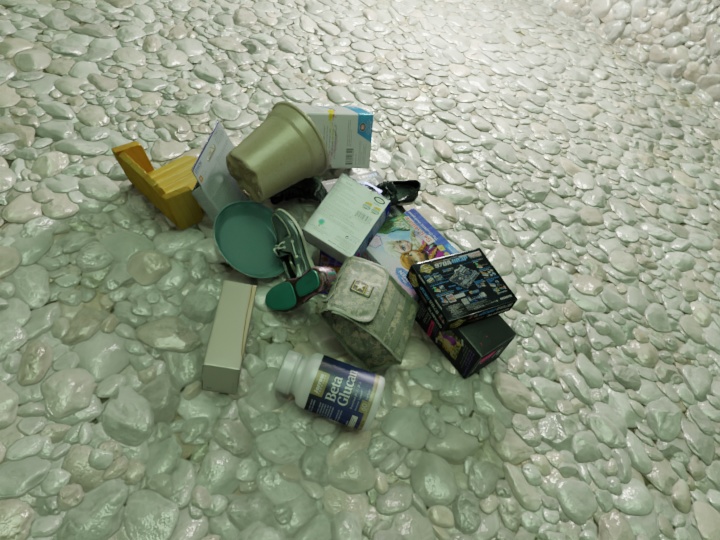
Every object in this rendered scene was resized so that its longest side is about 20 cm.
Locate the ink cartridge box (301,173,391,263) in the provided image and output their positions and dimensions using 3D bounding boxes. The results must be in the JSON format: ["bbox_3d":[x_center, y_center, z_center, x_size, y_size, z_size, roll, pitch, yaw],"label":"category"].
[{"bbox_3d":[-0.021,-0.125,1.292,0.136,0.076,0.201,31,76,10],"label":"ink cartridge box"}]

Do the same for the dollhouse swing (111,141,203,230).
[{"bbox_3d":[-0.434,-0.232,1.341,0.200,0.182,0.176,41,69,18],"label":"dollhouse swing"}]

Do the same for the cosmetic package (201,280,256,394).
[{"bbox_3d":[-0.262,0.131,1.127,0.073,0.104,0.201,10,50,-10],"label":"cosmetic package"}]

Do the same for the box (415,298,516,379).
[{"bbox_3d":[0.231,0.121,1.284,0.122,0.106,0.200,-24,62,-31],"label":"box"}]

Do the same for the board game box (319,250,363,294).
[{"bbox_3d":[0.000,0.000,1.346,0.198,0.045,0.135,7,52,-8],"label":"board game box"}]

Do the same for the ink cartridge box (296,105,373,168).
[{"bbox_3d":[-0.086,-0.363,1.530,0.199,0.148,0.146,-4,25,-21],"label":"ink cartridge box"}]

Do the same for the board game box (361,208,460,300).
[{"bbox_3d":[0.120,-0.038,1.348,0.199,0.041,0.200,-31,66,-32],"label":"board game box"}]

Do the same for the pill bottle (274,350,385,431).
[{"bbox_3d":[-0.061,0.229,1.102,0.199,0.111,0.111,20,48,0],"label":"pill bottle"}]

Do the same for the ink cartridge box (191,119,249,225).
[{"bbox_3d":[-0.332,-0.219,1.341,0.040,0.201,0.201,-7,45,20],"label":"ink cartridge box"}]

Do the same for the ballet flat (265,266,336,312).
[{"bbox_3d":[-0.122,0.042,1.208,0.071,0.199,0.070,-5,73,-46],"label":"ballet flat"}]

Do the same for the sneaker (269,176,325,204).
[{"bbox_3d":[-0.169,-0.204,1.453,0.198,0.076,0.115,23,50,7],"label":"sneaker"}]

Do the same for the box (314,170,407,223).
[{"bbox_3d":[0.004,-0.165,1.421,0.199,0.050,0.158,-19,68,-40],"label":"box"}]

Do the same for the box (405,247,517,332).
[{"bbox_3d":[0.224,0.038,1.247,0.199,0.046,0.159,-14,56,-27],"label":"box"}]

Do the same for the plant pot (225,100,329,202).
[{"bbox_3d":[-0.207,-0.264,1.336,0.200,0.201,0.183,40,64,17],"label":"plant pot"}]

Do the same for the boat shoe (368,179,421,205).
[{"bbox_3d":[0.075,-0.195,1.407,0.198,0.066,0.075,-7,62,-35],"label":"boat shoe"}]

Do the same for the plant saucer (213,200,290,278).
[{"bbox_3d":[-0.250,-0.066,1.305,0.199,0.036,0.201,19,54,-28],"label":"plant saucer"}]

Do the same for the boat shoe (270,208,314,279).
[{"bbox_3d":[-0.163,-0.047,1.287,0.062,0.073,0.201,-21,84,-37],"label":"boat shoe"}]

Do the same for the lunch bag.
[{"bbox_3d":[0.015,0.083,1.193,0.200,0.117,0.165,46,44,-22],"label":"lunch bag"}]
